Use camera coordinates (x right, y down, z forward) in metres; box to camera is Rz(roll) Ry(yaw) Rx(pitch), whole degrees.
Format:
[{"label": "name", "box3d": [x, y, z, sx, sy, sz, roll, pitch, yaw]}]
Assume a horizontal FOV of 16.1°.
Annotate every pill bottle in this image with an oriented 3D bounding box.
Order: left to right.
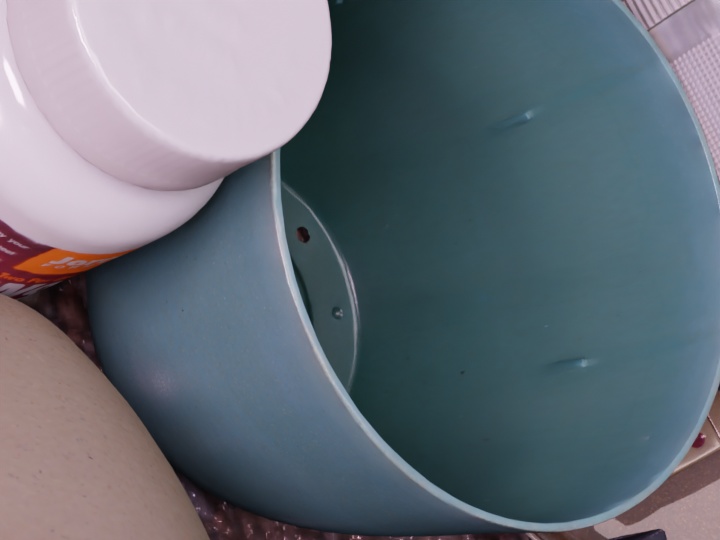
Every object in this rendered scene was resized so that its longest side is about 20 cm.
[{"label": "pill bottle", "box3d": [-0.105, -0.050, 0.767, 0.109, 0.200, 0.110, 13, 69, -37]}]

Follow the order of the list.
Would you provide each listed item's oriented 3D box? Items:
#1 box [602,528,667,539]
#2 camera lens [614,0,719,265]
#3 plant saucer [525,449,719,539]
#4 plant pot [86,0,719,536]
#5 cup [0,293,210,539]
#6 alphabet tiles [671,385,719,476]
[{"label": "box", "box3d": [0.032, 0.192, 0.842, 0.200, 0.104, 0.148, -20, 89, -42]}, {"label": "camera lens", "box3d": [0.166, -0.064, 0.943, 0.160, 0.160, 0.200, -18, 77, -42]}, {"label": "plant saucer", "box3d": [0.127, 0.038, 1.012, 0.200, 0.032, 0.201, 3, 73, -11]}, {"label": "plant pot", "box3d": [0.000, 0.000, 0.871, 0.200, 0.161, 0.201, 13, 70, -38]}, {"label": "cup", "box3d": [-0.129, 0.087, 0.738, 0.200, 0.200, 0.143, 30, 36, -31]}, {"label": "alphabet tiles", "box3d": [0.129, -0.017, 1.010, 0.200, 0.008, 0.167, -26, 80, -18]}]
